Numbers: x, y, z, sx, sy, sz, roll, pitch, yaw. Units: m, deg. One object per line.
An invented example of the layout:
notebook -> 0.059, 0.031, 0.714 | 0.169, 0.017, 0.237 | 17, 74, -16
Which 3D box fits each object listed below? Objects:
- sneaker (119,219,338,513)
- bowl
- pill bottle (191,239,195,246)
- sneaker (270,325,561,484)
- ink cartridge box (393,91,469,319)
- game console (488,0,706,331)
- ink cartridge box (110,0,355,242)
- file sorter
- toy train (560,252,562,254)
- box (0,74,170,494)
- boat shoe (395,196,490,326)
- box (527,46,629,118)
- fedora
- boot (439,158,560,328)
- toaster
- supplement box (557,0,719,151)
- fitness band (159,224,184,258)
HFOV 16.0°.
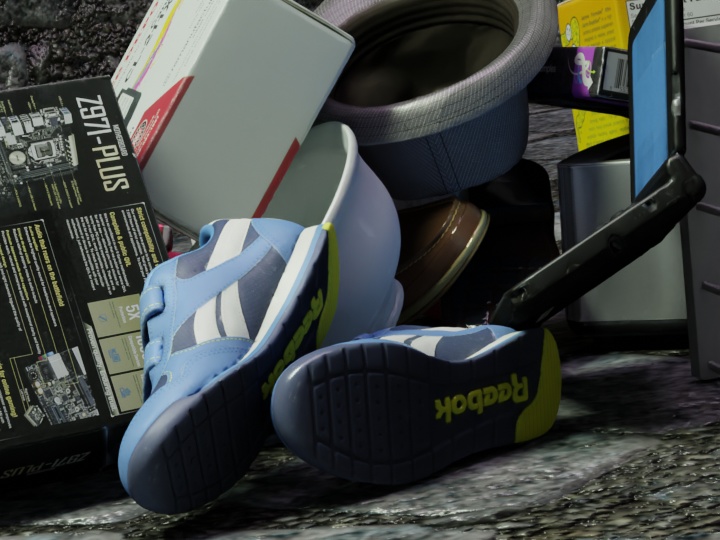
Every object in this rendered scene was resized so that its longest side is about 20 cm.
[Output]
sneaker -> -0.080, 0.045, 1.296 | 0.082, 0.074, 0.200 | 15, 42, 17
bowl -> -0.039, 0.019, 1.481 | 0.201, 0.090, 0.201 | -44, 20, 20
pill bottle -> -0.041, -0.049, 1.974 | 0.115, 0.117, 0.200 | -2, 9, 28
sneaker -> 0.018, 0.067, 1.328 | 0.082, 0.074, 0.199 | 7, 6, 43
ink cartridge box -> -0.007, -0.058, 1.714 | 0.199, 0.146, 0.084 | 14, 50, 21
game console -> 0.122, -0.059, 1.411 | 0.175, 0.117, 0.200 | -34, -6, -4
ink cartridge box -> -0.095, -0.098, 1.537 | 0.083, 0.146, 0.200 | 29, -2, -18
file sorter -> 0.262, -0.039, 1.406 | 0.138, 0.201, 0.124 | -9, 11, -16
toy train -> 0.077, 0.012, 1.773 | 0.199, 0.034, 0.046 | -8, -4, -2
box -> -0.190, 0.011, 1.372 | 0.163, 0.201, 0.086 | -12, -18, -27
boat shoe -> 0.000, 0.000, 1.571 | 0.200, 0.068, 0.072 | -28, 27, 49
box -> 0.165, -0.118, 1.633 | 0.142, 0.036, 0.200 | 8, 1, -25
fedora -> 0.046, -0.110, 1.579 | 0.176, 0.091, 0.200 | -19, 31, 2
boot -> 0.095, 0.026, 1.589 | 0.074, 0.097, 0.200 | -1, 38, 13
toaster -> 0.224, -0.025, 1.614 | 0.199, 0.119, 0.181 | -2, 9, 27
supplement box -> 0.221, -0.105, 1.820 | 0.108, 0.201, 0.109 | -9, 0, -18
fitness band -> -0.174, 0.008, 1.738 | 0.199, 0.038, 0.144 | 3, -20, 5
